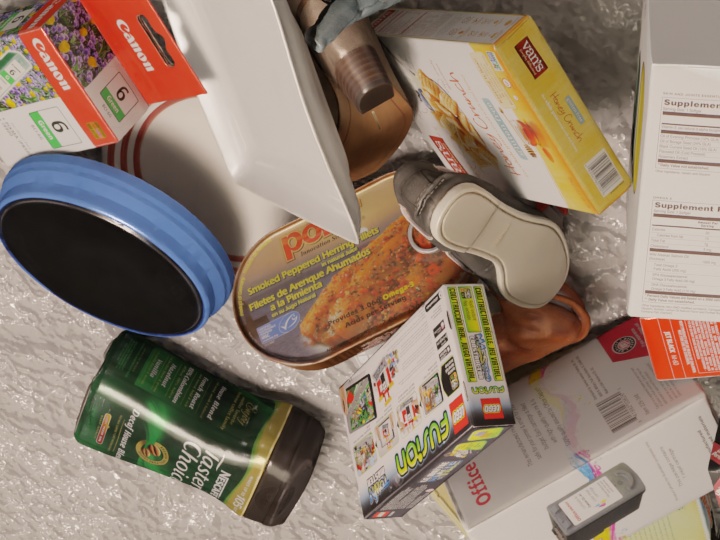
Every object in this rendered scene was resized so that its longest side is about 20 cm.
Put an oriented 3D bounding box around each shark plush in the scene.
[{"bbox_3d":[0.037,-0.212,1.363,0.083,0.200,0.091,20,127,47],"label":"shark plush"}]

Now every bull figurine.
[{"bbox_3d":[0.084,0.047,1.612,0.200,0.065,0.121,-29,109,33],"label":"bull figurine"}]

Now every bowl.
[{"bbox_3d":[-0.198,-0.015,1.635,0.200,0.039,0.201,20,152,11],"label":"bowl"}]

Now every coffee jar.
[{"bbox_3d":[-0.134,0.136,1.744,0.200,0.085,0.104,24,130,0],"label":"coffee jar"}]

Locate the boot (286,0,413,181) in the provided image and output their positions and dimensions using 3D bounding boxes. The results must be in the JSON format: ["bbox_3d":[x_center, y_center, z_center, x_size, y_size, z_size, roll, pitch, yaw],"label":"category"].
[{"bbox_3d":[-0.026,-0.160,1.470,0.146,0.070,0.200,60,166,15],"label":"boot"}]

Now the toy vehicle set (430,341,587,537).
[{"bbox_3d":[0.134,0.142,1.692,0.200,0.027,0.124,-23,115,32],"label":"toy vehicle set"}]

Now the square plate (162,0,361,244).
[{"bbox_3d":[-0.071,-0.130,1.465,0.198,0.028,0.200,27,143,56],"label":"square plate"}]

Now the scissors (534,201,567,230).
[{"bbox_3d":[0.150,-0.041,1.554,0.073,0.014,0.200,-4,124,22],"label":"scissors"}]

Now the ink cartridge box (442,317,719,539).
[{"bbox_3d":[0.165,0.136,1.550,0.200,0.148,0.086,-30,117,4],"label":"ink cartridge box"}]

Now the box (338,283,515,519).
[{"bbox_3d":[0.045,0.100,1.521,0.035,0.110,0.200,-1,156,-25],"label":"box"}]

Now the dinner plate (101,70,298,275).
[{"bbox_3d":[-0.106,-0.071,1.611,0.200,0.024,0.200,11,127,15],"label":"dinner plate"}]

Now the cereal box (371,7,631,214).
[{"bbox_3d":[0.089,-0.113,1.431,0.144,0.040,0.200,54,163,-22],"label":"cereal box"}]

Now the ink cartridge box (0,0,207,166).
[{"bbox_3d":[-0.220,-0.146,1.552,0.200,0.050,0.109,-7,125,42],"label":"ink cartridge box"}]

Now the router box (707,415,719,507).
[{"bbox_3d":[0.339,0.094,1.468,0.150,0.200,0.062,-10,121,25],"label":"router box"}]

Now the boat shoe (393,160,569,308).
[{"bbox_3d":[0.089,-0.030,1.468,0.057,0.200,0.067,40,94,34],"label":"boat shoe"}]

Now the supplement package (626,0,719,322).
[{"bbox_3d":[0.258,-0.088,1.378,0.150,0.152,0.200,3,127,4],"label":"supplement package"}]

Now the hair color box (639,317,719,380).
[{"bbox_3d":[0.310,0.016,1.479,0.200,0.111,0.064,-5,124,22],"label":"hair color box"}]

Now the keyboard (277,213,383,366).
[{"bbox_3d":[0.000,0.031,1.665,0.056,0.011,0.200,-13,120,27],"label":"keyboard"}]

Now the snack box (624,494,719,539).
[{"bbox_3d":[0.230,0.213,1.681,0.116,0.037,0.200,-5,135,18],"label":"snack box"}]

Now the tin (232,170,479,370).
[{"bbox_3d":[0.000,0.000,1.551,0.200,0.042,0.112,-26,75,9],"label":"tin"}]
